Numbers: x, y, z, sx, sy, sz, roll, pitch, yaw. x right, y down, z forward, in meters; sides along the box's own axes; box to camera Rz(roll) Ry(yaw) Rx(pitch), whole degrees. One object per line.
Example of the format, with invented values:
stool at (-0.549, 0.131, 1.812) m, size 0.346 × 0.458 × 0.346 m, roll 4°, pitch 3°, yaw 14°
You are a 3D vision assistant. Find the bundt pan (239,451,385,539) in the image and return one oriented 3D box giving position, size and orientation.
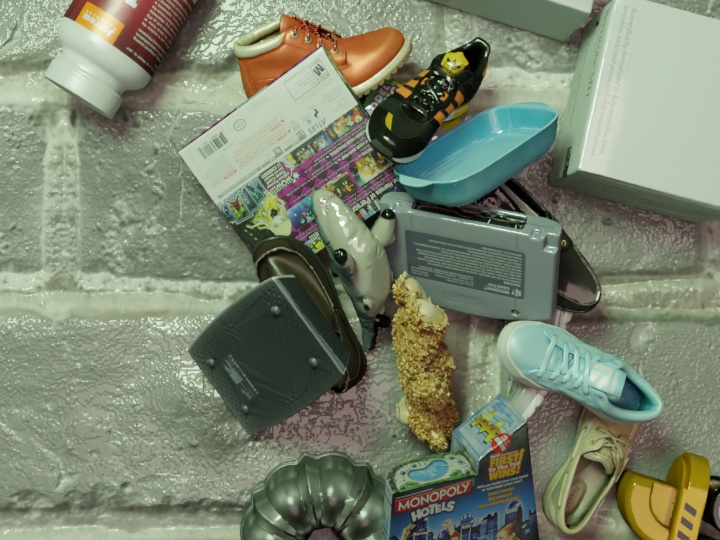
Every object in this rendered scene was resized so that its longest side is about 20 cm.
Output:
bundt pan at (-0.041, 0.311, 1.002) m, size 0.198 × 0.076 × 0.206 m, roll 0°, pitch 88°, yaw -4°

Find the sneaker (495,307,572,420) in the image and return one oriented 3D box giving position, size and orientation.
sneaker at (0.189, 0.083, 1.028) m, size 0.081 × 0.075 × 0.203 m, roll 18°, pitch 77°, yaw 3°

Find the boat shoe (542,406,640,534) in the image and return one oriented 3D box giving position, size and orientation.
boat shoe at (0.278, 0.210, 1.026) m, size 0.071 × 0.065 × 0.202 m, roll 31°, pitch 87°, yaw -2°

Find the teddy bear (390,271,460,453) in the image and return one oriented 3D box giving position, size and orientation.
teddy bear at (0.062, 0.103, 0.972) m, size 0.066 × 0.146 × 0.202 m, roll -16°, pitch 135°, yaw -12°

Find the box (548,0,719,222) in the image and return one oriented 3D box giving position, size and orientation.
box at (0.339, -0.176, 1.005) m, size 0.196 × 0.131 × 0.203 m, roll 14°, pitch 88°, yaw -3°

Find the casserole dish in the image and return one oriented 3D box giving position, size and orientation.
casserole dish at (0.126, -0.121, 0.944) m, size 0.199 × 0.120 × 0.039 m, roll -33°, pitch 119°, yaw -26°

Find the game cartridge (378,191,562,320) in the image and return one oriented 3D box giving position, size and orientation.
game cartridge at (0.118, -0.011, 0.969) m, size 0.197 × 0.041 × 0.135 m, roll 13°, pitch 131°, yaw 20°

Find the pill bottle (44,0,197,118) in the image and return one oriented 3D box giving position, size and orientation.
pill bottle at (-0.259, -0.276, 0.981) m, size 0.112 × 0.113 × 0.202 m, roll 30°, pitch 87°, yaw -2°

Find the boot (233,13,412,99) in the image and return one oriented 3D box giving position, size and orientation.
boot at (-0.042, -0.241, 0.985) m, size 0.197 × 0.075 × 0.108 m, roll -20°, pitch 125°, yaw 2°

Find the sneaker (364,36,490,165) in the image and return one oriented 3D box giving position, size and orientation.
sneaker at (0.075, -0.190, 0.943) m, size 0.070 × 0.091 × 0.200 m, roll 38°, pitch 45°, yaw 8°

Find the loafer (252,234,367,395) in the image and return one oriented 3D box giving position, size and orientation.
loafer at (-0.053, 0.052, 0.985) m, size 0.072 × 0.071 × 0.202 m, roll -30°, pitch 104°, yaw 12°

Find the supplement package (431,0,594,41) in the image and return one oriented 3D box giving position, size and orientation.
supplement package at (0.167, -0.356, 1.005) m, size 0.197 × 0.117 × 0.119 m, roll 17°, pitch 87°, yaw -2°

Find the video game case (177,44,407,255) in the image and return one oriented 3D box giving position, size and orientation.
video game case at (-0.070, -0.114, 0.982) m, size 0.198 × 0.036 × 0.182 m, roll -33°, pitch 105°, yaw 12°

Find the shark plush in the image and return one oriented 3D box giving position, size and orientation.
shark plush at (0.000, 0.000, 0.987) m, size 0.083 × 0.201 × 0.091 m, roll 21°, pitch 59°, yaw 38°

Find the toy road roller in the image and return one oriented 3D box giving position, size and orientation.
toy road roller at (0.355, 0.307, 1.007) m, size 0.144 × 0.123 × 0.204 m, roll 15°, pitch 86°, yaw 11°

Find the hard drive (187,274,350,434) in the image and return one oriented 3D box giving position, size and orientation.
hard drive at (-0.099, 0.091, 0.961) m, size 0.136 × 0.199 × 0.042 m, roll 53°, pitch 45°, yaw 0°

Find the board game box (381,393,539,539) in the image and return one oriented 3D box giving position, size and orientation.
board game box at (0.109, 0.241, 0.953) m, size 0.197 × 0.062 × 0.203 m, roll -7°, pitch 115°, yaw -22°

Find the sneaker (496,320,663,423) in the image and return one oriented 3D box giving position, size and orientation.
sneaker at (0.241, 0.106, 0.951) m, size 0.197 × 0.082 × 0.075 m, roll 24°, pitch 75°, yaw -19°

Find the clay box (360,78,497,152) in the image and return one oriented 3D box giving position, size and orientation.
clay box at (0.056, -0.139, 1.029) m, size 0.198 × 0.048 × 0.116 m, roll 29°, pitch 87°, yaw -3°

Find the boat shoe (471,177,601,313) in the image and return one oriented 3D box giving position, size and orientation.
boat shoe at (0.190, -0.028, 0.979) m, size 0.201 × 0.063 × 0.074 m, roll 45°, pitch 82°, yaw -1°
